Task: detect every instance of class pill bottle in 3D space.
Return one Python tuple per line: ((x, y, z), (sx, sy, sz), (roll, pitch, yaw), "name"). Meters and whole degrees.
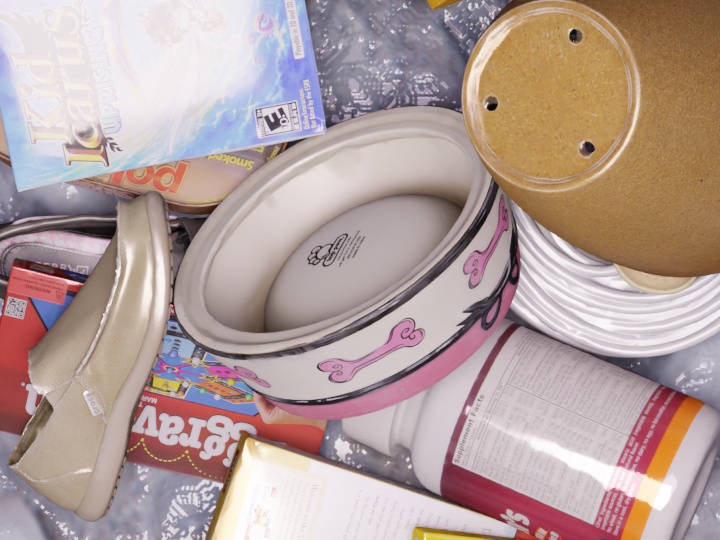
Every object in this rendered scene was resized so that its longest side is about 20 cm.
((0.098, 0.092, 1.442), (0.200, 0.110, 0.110), (23, 90, 14), "pill bottle")

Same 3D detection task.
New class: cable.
((0.154, -0.051, 1.472), (0.200, 0.069, 0.200), (15, 90, 2), "cable")

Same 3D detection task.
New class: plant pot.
((0.132, -0.084, 1.288), (0.186, 0.200, 0.187), (2, 94, 26), "plant pot")

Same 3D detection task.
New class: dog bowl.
((0.000, 0.000, 1.396), (0.200, 0.200, 0.074), (-32, 122, 2), "dog bowl")

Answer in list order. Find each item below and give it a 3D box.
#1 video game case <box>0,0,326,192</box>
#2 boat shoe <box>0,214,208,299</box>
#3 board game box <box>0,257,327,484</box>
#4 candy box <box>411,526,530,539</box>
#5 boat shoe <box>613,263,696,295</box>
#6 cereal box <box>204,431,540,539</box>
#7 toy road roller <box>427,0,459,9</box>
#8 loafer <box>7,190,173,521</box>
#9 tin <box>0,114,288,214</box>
((-0.124, -0.159, 1.420), (0.181, 0.045, 0.200), (-11, 105, -3), "video game case")
((-0.130, 0.000, 1.488), (0.200, 0.057, 0.067), (2, 89, 2), "boat shoe")
((-0.116, 0.065, 1.478), (0.200, 0.019, 0.103), (13, 108, -5), "board game box")
((0.119, 0.210, 1.461), (0.200, 0.026, 0.102), (8, 89, -16), "candy box")
((0.171, -0.086, 1.405), (0.073, 0.063, 0.200), (3, 91, 1), "boat shoe")
((0.003, 0.192, 1.475), (0.200, 0.040, 0.144), (19, 90, -8), "cereal box")
((0.103, -0.250, 1.467), (0.200, 0.146, 0.123), (-27, 88, 39), "toy road roller")
((-0.152, 0.048, 1.422), (0.068, 0.076, 0.200), (12, 108, -11), "loafer")
((-0.139, -0.098, 1.491), (0.200, 0.042, 0.112), (15, 75, 2), "tin")
